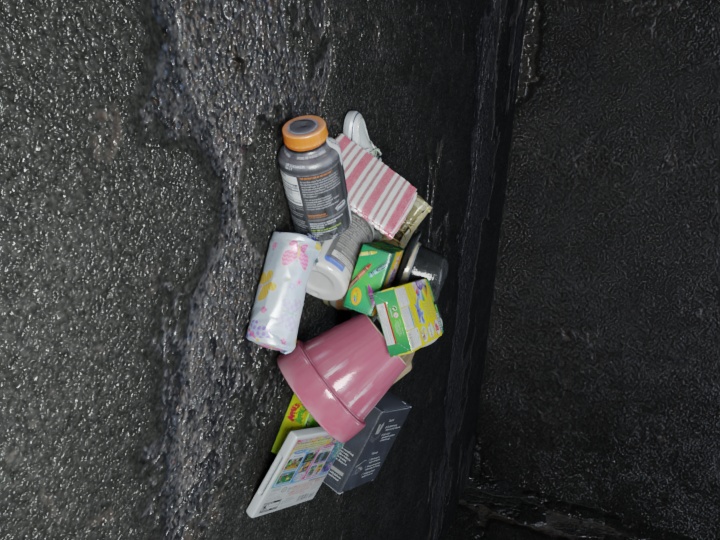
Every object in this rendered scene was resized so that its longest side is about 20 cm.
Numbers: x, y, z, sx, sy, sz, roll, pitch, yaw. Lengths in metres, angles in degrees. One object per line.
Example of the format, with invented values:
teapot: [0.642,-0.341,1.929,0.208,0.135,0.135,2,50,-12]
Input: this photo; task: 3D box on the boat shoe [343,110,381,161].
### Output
boat shoe: [0.013,-0.236,1.309,0.200,0.067,0.074,80,29,-43]

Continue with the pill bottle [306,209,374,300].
pill bottle: [-0.041,-0.053,1.195,0.114,0.113,0.200,76,32,-48]

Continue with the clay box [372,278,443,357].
clay box: [0.093,0.080,1.153,0.200,0.047,0.115,-9,83,-67]

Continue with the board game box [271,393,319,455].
board game box: [-0.107,0.290,1.287,0.102,0.047,0.201,66,41,-57]

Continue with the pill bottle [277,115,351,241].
pill bottle: [-0.078,-0.155,1.060,0.200,0.106,0.106,81,28,-42]

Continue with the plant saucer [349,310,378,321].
plant saucer: [0.023,0.063,1.441,0.200,0.050,0.200,-55,-176,6]

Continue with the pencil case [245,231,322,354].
pencil case: [-0.127,0.034,1.057,0.091,0.083,0.201,24,78,-47]

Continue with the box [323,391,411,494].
box: [-0.005,0.366,1.417,0.201,0.117,0.197,-62,156,3]

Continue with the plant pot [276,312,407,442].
plant pot: [-0.022,0.180,1.155,0.179,0.200,0.200,-38,152,-2]

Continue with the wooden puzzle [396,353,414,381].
wooden puzzle: [0.082,0.220,1.639,0.185,0.046,0.201,-31,145,-38]

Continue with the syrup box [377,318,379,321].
syrup box: [0.111,0.049,1.686,0.081,0.078,0.201,55,50,-63]

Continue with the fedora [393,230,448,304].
fedora: [0.125,0.023,1.309,0.201,0.091,0.201,19,90,-81]

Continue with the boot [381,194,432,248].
boot: [0.097,-0.096,1.442,0.156,0.073,0.200,-51,-171,16]

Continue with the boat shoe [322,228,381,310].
boat shoe: [0.000,0.000,1.344,0.200,0.068,0.075,-60,153,-18]

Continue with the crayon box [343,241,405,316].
crayon box: [0.031,0.010,1.207,0.200,0.058,0.119,-22,130,-78]

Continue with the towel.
towel: [0.006,-0.160,1.201,0.030,0.200,0.147,-49,-173,48]

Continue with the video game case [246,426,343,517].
video game case: [-0.112,0.381,1.227,0.200,0.024,0.182,14,107,-58]

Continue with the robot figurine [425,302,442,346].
robot figurine: [0.128,0.092,1.547,0.125,0.150,0.201,105,-21,-53]
